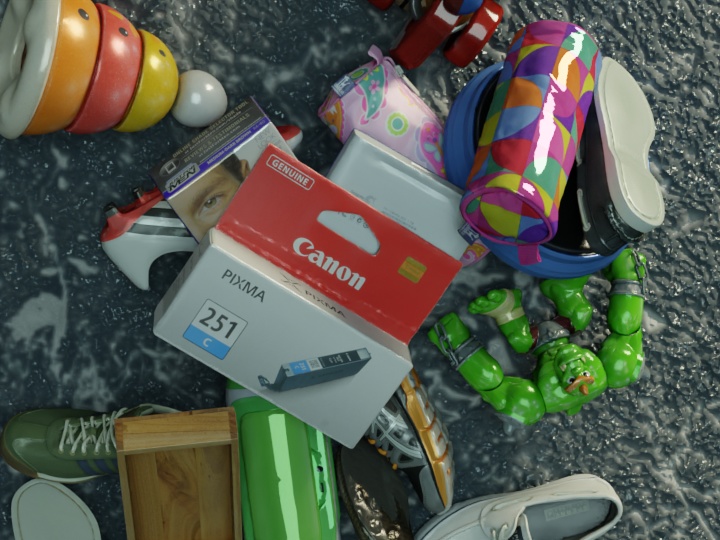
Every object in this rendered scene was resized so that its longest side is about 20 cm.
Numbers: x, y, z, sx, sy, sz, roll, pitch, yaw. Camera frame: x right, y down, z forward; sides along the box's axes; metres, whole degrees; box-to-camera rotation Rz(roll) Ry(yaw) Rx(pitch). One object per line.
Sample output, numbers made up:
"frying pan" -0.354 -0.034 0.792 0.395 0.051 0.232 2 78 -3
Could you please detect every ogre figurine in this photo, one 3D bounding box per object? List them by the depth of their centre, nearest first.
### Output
"ogre figurine" 0.173 0.064 1.586 0.198 0.098 0.121 -17 78 -25

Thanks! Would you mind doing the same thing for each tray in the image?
"tray" -0.150 0.190 1.509 0.097 0.201 0.037 -5 49 -7

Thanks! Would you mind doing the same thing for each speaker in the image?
"speaker" -0.066 0.179 1.562 0.087 0.088 0.203 -8 93 -7

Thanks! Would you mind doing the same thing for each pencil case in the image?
"pencil case" 0.140 -0.109 1.467 0.088 0.088 0.201 24 59 -8
"pencil case" 0.052 -0.098 1.564 0.087 0.087 0.200 -44 97 -3

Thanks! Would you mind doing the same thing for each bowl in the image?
"bowl" 0.166 -0.093 1.555 0.199 0.039 0.203 10 67 -25

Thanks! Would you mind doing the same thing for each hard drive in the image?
"hard drive" 0.000 0.000 1.494 0.131 0.025 0.201 28 106 -15

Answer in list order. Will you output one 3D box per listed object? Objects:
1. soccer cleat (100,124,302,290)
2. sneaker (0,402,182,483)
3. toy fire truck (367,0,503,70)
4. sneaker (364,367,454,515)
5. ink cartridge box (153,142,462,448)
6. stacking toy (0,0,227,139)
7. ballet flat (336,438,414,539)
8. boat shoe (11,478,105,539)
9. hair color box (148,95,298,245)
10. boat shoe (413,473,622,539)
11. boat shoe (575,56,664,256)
"soccer cleat" -0.130 -0.058 1.556 0.199 0.069 0.086 -30 104 -2
"sneaker" -0.204 0.140 1.531 0.198 0.090 0.068 10 59 -10
"toy fire truck" 0.093 -0.262 1.520 0.112 0.168 0.201 35 88 -7
"sneaker" 0.024 0.126 1.582 0.077 0.078 0.202 -25 92 8
"ink cartridge box" -0.041 0.023 1.461 0.199 0.045 0.177 31 106 -16
"stacking toy" -0.206 -0.166 1.527 0.198 0.146 0.148 12 91 -26
"ballet flat" 0.026 0.243 1.577 0.067 0.046 0.201 -17 74 -39
"boat shoe" -0.232 0.265 1.538 0.075 0.062 0.200 -37 68 -17
"hair color box" -0.078 -0.033 1.517 0.109 0.065 0.201 -36 123 -2
"boat shoe" 0.139 0.236 1.599 0.198 0.066 0.073 -14 95 -6
"boat shoe" 0.208 -0.098 1.516 0.075 0.201 0.060 33 128 -23
